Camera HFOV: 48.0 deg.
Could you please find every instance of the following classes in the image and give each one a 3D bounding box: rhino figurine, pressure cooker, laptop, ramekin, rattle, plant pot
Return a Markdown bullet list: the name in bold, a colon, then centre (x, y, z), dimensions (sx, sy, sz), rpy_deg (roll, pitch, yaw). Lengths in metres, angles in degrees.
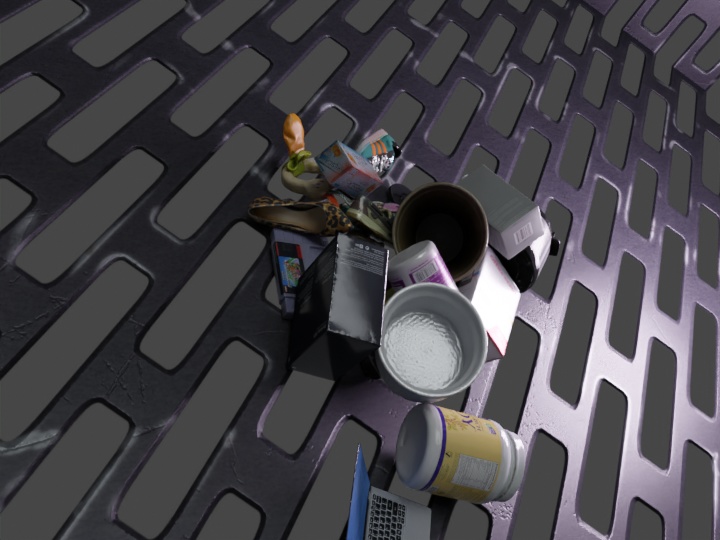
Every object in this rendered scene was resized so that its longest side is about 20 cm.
- **rhino figurine**: centre (0.000, 0.000, 1.640), dimensions (0.086, 0.060, 0.204), rpy_deg (21, 47, -22)
- **pressure cooker**: centre (0.342, -0.061, 1.837), dimensions (0.177, 0.177, 0.200), rpy_deg (50, 42, -8)
- **laptop**: centre (0.049, 0.413, 1.281), dimensions (0.196, 0.116, 0.190), rpy_deg (24, 45, -14)
- **ramekin**: centre (0.116, 0.133, 1.417), dimensions (0.195, 0.098, 0.206), rpy_deg (3, 68, -8)
- **rattle**: centre (-0.085, -0.216, 1.671), dimensions (0.127, 0.146, 0.200), rpy_deg (4, 27, -31)
- **plant pot**: centre (0.165, -0.074, 1.691), dimensions (0.199, 0.201, 0.173), rpy_deg (40, 3, 4)

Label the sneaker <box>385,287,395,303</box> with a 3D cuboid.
- **sneaker**: centre (0.127, 0.062, 1.648), dimensions (0.196, 0.091, 0.079), rpy_deg (-2, 53, -36)

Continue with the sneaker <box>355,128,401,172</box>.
- **sneaker**: centre (0.036, -0.262, 1.875), dimensions (0.079, 0.072, 0.200), rpy_deg (36, 41, 6)

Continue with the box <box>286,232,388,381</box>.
- **box**: centre (-0.042, 0.070, 1.424), dimensions (0.102, 0.200, 0.186), rpy_deg (17, 60, -19)

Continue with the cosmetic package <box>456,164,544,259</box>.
- **cosmetic package**: centre (0.285, -0.127, 1.711), dimensions (0.106, 0.091, 0.200), rpy_deg (-33, 42, -7)

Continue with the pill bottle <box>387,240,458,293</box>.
- **pill bottle**: centre (0.135, 0.056, 1.546), dimensions (0.112, 0.111, 0.203), rpy_deg (-40, 106, -47)

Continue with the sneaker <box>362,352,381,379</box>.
- **sneaker**: centre (0.028, 0.105, 1.550), dimensions (0.079, 0.073, 0.205), rpy_deg (-4, 78, -45)

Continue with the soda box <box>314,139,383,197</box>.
- **soda box**: centre (-0.022, -0.204, 1.669), dimensions (0.069, 0.063, 0.199), rpy_deg (58, 13, 14)

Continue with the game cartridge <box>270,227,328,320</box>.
- **game cartridge**: centre (-0.108, 0.009, 1.581), dimensions (0.127, 0.038, 0.204), rpy_deg (11, 49, -31)

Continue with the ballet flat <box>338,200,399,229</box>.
- **ballet flat**: centre (0.012, -0.123, 1.751), dimensions (0.195, 0.070, 0.072), rpy_deg (1, 35, -29)

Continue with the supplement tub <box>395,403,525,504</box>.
- **supplement tub**: centre (0.174, 0.325, 1.417), dimensions (0.196, 0.146, 0.148), rpy_deg (17, 46, -20)

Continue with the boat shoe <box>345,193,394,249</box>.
- **boat shoe**: centre (0.046, -0.097, 1.691), dimensions (0.071, 0.067, 0.199), rpy_deg (23, -5, 43)

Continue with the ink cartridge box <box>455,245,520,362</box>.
- **ink cartridge box**: centre (0.253, 0.072, 1.692), dimensions (0.149, 0.084, 0.201), rpy_deg (53, 37, -21)

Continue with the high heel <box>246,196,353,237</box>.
- **high heel**: centre (-0.122, -0.100, 1.582), dimensions (0.197, 0.073, 0.141), rpy_deg (19, 19, 32)

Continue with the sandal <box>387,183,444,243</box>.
- **sandal**: centre (0.140, -0.126, 1.849), dimensions (0.075, 0.043, 0.201), rpy_deg (-24, 70, -43)
